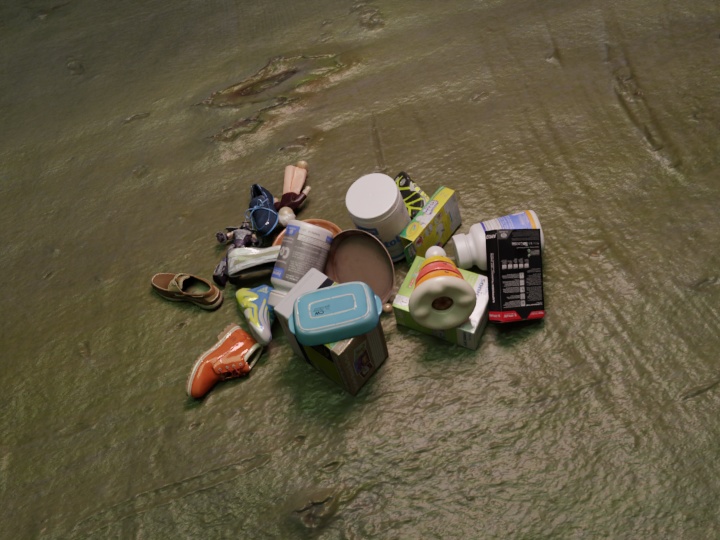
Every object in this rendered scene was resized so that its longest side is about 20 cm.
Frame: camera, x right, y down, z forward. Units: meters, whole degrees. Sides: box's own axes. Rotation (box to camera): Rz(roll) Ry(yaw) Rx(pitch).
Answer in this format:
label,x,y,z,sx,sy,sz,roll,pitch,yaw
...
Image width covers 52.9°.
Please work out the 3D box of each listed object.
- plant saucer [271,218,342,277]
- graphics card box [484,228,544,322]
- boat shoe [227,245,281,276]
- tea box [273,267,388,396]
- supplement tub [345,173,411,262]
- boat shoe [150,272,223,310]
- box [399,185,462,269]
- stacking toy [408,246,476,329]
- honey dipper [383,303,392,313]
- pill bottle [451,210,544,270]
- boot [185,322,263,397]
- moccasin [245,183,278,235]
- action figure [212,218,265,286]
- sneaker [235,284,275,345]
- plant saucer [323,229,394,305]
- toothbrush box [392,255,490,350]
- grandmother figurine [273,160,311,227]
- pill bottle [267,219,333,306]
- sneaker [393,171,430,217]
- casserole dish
label,x,y,z,sx,sy,sz,roll,pitch,yaw
plant saucer,-0.128,-0.040,1.817,0.198,0.038,0.202,-6,55,8
graphics card box,0.340,0.009,1.592,0.124,0.051,0.203,-4,91,-26
boat shoe,-0.222,-0.019,1.752,0.199,0.075,0.065,-1,72,-6
tea box,-0.059,0.136,1.584,0.196,0.201,0.134,33,67,27
supplement tub,0.052,-0.121,1.727,0.130,0.200,0.133,-9,57,15
boat shoe,-0.435,0.036,1.803,0.198,0.074,0.076,12,59,19
box,0.165,-0.092,1.743,0.048,0.118,0.200,24,64,33
stacking toy,0.168,0.015,1.578,0.144,0.147,0.201,-10,41,5
honey dipper,-0.008,0.082,1.671,0.198,0.038,0.038,6,55,38
pill bottle,0.320,-0.064,1.697,0.198,0.112,0.113,-15,55,1
boot,-0.312,0.222,1.658,0.107,0.075,0.200,29,65,21
moccasin,-0.263,-0.157,1.869,0.080,0.068,0.200,-41,32,9
action figure,-0.313,-0.056,1.847,0.129,0.070,0.202,0,53,17
sneaker,-0.225,0.092,1.710,0.104,0.076,0.200,-24,42,-13
plant saucer,0.000,0.000,1.697,0.199,0.202,0.034,23,24,24
toothbrush box,0.193,0.072,1.647,0.198,0.086,0.146,16,62,22
grandmother figurine,-0.188,-0.195,1.916,0.121,0.060,0.202,-24,44,35
pill bottle,-0.142,-0.005,1.672,0.113,0.114,0.202,15,85,20
sneaker,0.132,-0.181,1.846,0.076,0.076,0.201,-48,36,19
casserole dish,-0.055,0.082,1.475,0.198,0.039,0.122,-13,55,3
